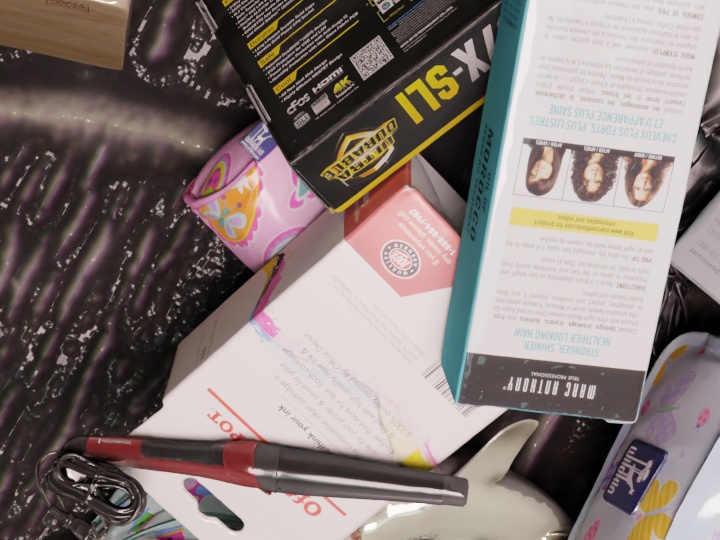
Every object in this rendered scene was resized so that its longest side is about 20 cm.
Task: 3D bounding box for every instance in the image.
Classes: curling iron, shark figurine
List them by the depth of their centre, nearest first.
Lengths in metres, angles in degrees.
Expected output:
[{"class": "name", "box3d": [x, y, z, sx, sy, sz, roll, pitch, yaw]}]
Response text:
[{"class": "curling iron", "box3d": [-0.050, 0.100, 0.705, 0.198, 0.026, 0.050, 0, 78, -2]}, {"class": "shark figurine", "box3d": [0.080, 0.140, 0.855, 0.214, 0.090, 0.128, 36, 100, -27]}]

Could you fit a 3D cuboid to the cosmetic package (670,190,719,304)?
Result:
[{"class": "cosmetic package", "box3d": [0.281, -0.016, 0.655, 0.199, 0.123, 0.200, 30, 101, -33]}]

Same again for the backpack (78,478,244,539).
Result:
[{"class": "backpack", "box3d": [-0.107, 0.196, 0.831, 0.166, 0.127, 0.200, 27, 115, -28]}]

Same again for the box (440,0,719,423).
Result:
[{"class": "box", "box3d": [0.091, -0.040, 0.642, 0.082, 0.049, 0.201, 7, 107, -8]}]

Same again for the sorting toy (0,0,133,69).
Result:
[{"class": "sorting toy", "box3d": [-0.196, -0.155, 0.676, 0.199, 0.199, 0.070, 11, 88, -10]}]

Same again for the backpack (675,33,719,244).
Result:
[{"class": "backpack", "box3d": [0.212, -0.118, 0.736, 0.182, 0.147, 0.201, 6, 115, -21]}]

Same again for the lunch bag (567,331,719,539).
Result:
[{"class": "lunch bag", "box3d": [0.182, 0.126, 0.779, 0.127, 0.200, 0.170, 28, 91, 24]}]

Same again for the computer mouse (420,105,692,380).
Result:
[{"class": "computer mouse", "box3d": [0.097, -0.028, 0.812, 0.199, 0.053, 0.139, 29, 84, -20]}]

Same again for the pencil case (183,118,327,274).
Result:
[{"class": "pencil case", "box3d": [0.000, 0.000, 0.799, 0.087, 0.088, 0.200, -40, 107, 9]}]

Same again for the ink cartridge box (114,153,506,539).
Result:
[{"class": "ink cartridge box", "box3d": [-0.013, 0.050, 0.737, 0.200, 0.068, 0.116, -40, 107, 16]}]

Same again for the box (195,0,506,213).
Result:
[{"class": "box", "box3d": [0.026, -0.145, 0.711, 0.200, 0.160, 0.049, -37, 138, 7]}]
